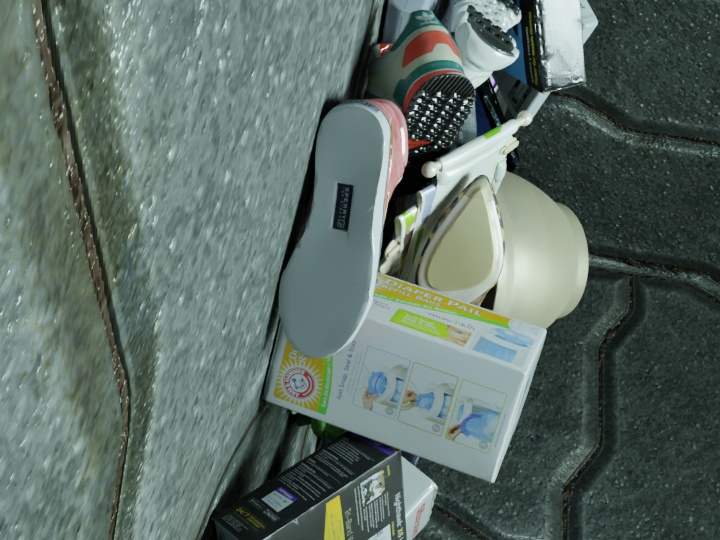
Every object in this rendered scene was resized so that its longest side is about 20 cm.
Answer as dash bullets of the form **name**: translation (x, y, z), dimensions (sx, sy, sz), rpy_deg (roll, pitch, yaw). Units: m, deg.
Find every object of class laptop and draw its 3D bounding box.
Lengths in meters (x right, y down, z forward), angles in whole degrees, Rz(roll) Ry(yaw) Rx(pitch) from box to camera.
- **laptop**: translation (0.091, -0.173, 1.435), dimensions (0.200, 0.103, 0.177), rpy_deg (53, 17, -56)

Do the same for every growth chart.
- **growth chart**: translation (0.071, -0.043, 1.197), dimensions (0.145, 0.018, 0.200), rpy_deg (-26, 151, -36)

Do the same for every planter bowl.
- **planter bowl**: translation (0.140, -0.010, 1.369), dimensions (0.200, 0.135, 0.200), rpy_deg (6, -83, 63)

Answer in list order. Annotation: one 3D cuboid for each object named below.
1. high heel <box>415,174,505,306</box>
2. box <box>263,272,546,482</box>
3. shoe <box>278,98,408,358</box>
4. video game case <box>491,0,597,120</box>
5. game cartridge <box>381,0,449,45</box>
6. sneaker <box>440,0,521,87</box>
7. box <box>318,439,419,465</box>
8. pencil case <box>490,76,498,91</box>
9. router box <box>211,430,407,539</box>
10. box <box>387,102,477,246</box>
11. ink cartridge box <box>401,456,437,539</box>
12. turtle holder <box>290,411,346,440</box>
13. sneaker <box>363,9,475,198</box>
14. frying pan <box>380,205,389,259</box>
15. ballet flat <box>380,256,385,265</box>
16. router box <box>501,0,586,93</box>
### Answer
- **high heel**: translation (0.086, -0.007, 1.228), dimensions (0.143, 0.071, 0.200), rpy_deg (-75, 177, -69)
- **box**: translation (0.038, 0.077, 1.127), dimensions (0.112, 0.200, 0.101), rpy_deg (-47, 154, -68)
- **shoe**: translation (-0.007, -0.035, 1.055), dimensions (0.091, 0.071, 0.200), rpy_deg (-35, 137, -71)
- **video game case**: translation (0.164, -0.277, 1.430), dimensions (0.182, 0.022, 0.200), rpy_deg (65, -21, 16)
- **game cartridge**: translation (0.058, -0.249, 1.222), dimensions (0.133, 0.041, 0.200), rpy_deg (105, 6, -47)
- **sneaker**: translation (0.094, -0.211, 1.229), dimensions (0.081, 0.075, 0.200), rpy_deg (-50, -170, 27)
- **box**: translation (0.041, 0.111, 1.618), dimensions (0.198, 0.123, 0.200), rpy_deg (97, 11, -49)
- **pencil case**: translation (0.115, -0.170, 1.679), dimensions (0.084, 0.085, 0.200), rpy_deg (-21, 129, -79)
- **router box**: translation (-0.034, 0.247, 1.126), dimensions (0.157, 0.052, 0.200), rpy_deg (-28, 130, -32)
- **box**: translation (0.066, -0.125, 1.287), dimensions (0.200, 0.040, 0.137), rpy_deg (-87, -164, -49)
- **ink cartridge box**: translation (-0.027, 0.263, 1.286), dimensions (0.200, 0.084, 0.144), rpy_deg (-43, 163, -18)
- **turtle holder**: translation (0.016, 0.096, 1.322), dimensions (0.141, 0.132, 0.186), rpy_deg (-65, 170, -45)
- **sneaker**: translation (0.034, -0.136, 1.146), dimensions (0.200, 0.070, 0.093), rpy_deg (123, -41, -57)
- **frying pan**: translation (0.009, -0.012, 1.389), dimensions (0.115, 0.031, 0.190), rpy_deg (-51, 171, -34)
- **ballet flat**: translation (0.045, -0.054, 1.486), dimensions (0.067, 0.062, 0.200), rpy_deg (100, 10, -47)
- **router box**: translation (0.156, -0.286, 1.315), dimensions (0.149, 0.051, 0.200), rpy_deg (-131, -151, -62)
